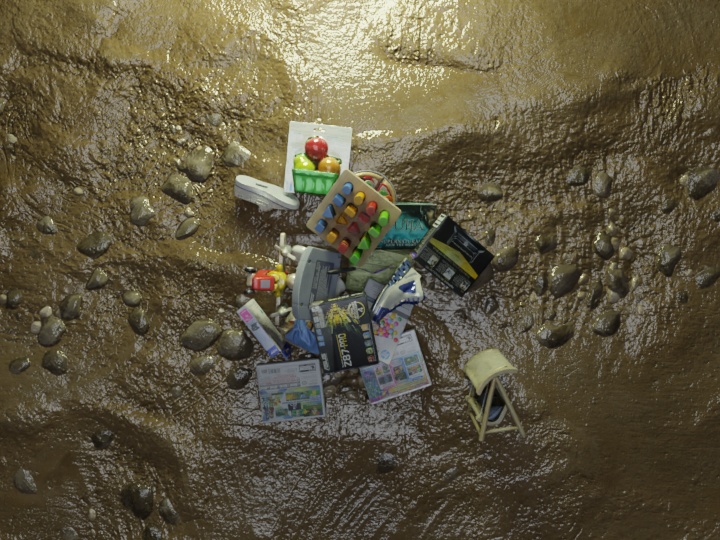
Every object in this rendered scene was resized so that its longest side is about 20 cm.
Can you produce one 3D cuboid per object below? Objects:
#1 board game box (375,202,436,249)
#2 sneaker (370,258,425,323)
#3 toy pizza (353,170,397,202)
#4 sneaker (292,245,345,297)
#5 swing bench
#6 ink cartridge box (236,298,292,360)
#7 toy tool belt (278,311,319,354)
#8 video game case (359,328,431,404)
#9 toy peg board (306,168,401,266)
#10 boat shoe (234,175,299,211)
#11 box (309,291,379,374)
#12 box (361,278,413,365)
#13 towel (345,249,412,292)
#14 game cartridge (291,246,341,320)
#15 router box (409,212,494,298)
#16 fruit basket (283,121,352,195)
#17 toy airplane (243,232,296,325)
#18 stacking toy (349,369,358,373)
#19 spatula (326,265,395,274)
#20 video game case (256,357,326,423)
[{"bbox_3d":[0.118,-0.129,1.482,0.197,0.028,0.137,-1,110,-10],"label":"board game box"},{"bbox_3d":[0.117,0.073,1.440,0.115,0.081,0.200,35,73,1],"label":"sneaker"},{"bbox_3d":[0.016,-0.185,1.474,0.197,0.032,0.203,-6,110,-16],"label":"toy pizza"},{"bbox_3d":[-0.135,0.010,1.500,0.200,0.070,0.080,45,64,-3],"label":"sneaker"},{"bbox_3d":[0.375,0.351,1.479,0.128,0.199,0.203,-8,96,2],"label":"swing bench"},{"bbox_3d":[-0.280,0.180,1.509,0.042,0.119,0.201,-38,95,4],"label":"ink cartridge box"},{"bbox_3d":[-0.139,0.193,1.505,0.198,0.123,0.126,24,103,-2],"label":"toy tool belt"},{"bbox_3d":[0.098,0.294,1.565,0.197,0.024,0.184,-18,96,2],"label":"video game case"},{"bbox_3d":[-0.023,-0.133,1.401,0.198,0.098,0.201,36,107,-6],"label":"toy peg board"},{"bbox_3d":[-0.276,-0.210,1.499,0.197,0.071,0.070,19,124,-5],"label":"boat shoe"},{"bbox_3d":[-0.043,0.171,1.404,0.159,0.049,0.203,-10,102,2],"label":"box"},{"bbox_3d":[0.050,0.147,1.479,0.154,0.041,0.202,26,79,-4],"label":"box"},{"bbox_3d":[0.056,0.005,1.527,0.197,0.036,0.151,7,97,-2],"label":"towel"},{"bbox_3d":[-0.125,0.039,1.429,0.041,0.132,0.203,10,89,43],"label":"game cartridge"},{"bbox_3d":[0.267,-0.043,1.490,0.199,0.052,0.158,37,96,-16],"label":"router box"},{"bbox_3d":[-0.123,-0.317,1.475,0.182,0.094,0.203,5,88,0],"label":"fruit basket"},{"bbox_3d":[-0.225,0.027,1.457,0.139,0.201,0.201,6,141,22],"label":"toy airplane"},{"bbox_3d":[-0.001,0.198,1.522,0.085,0.085,0.202,29,79,-3],"label":"stacking toy"},{"bbox_3d":[0.000,0.000,1.455,0.197,0.056,0.021,-1,85,-18],"label":"spatula"},{"bbox_3d":[-0.213,0.370,1.580,0.197,0.022,0.185,-6,96,1],"label":"video game case"}]
